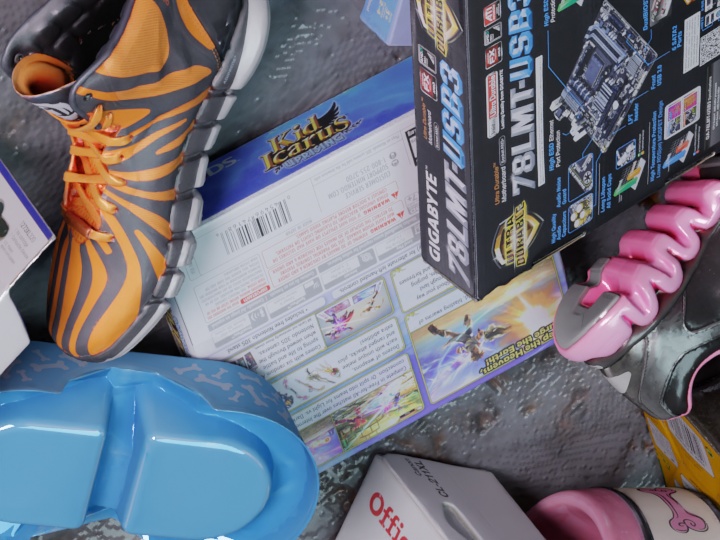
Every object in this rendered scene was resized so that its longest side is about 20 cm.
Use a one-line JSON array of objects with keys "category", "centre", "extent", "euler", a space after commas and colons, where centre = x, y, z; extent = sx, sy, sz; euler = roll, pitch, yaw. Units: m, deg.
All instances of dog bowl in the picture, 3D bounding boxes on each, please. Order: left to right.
[{"category": "dog bowl", "centre": [-0.120, 0.088, 1.389], "extent": [0.199, 0.050, 0.112], "euler": [6, 128, -15]}, {"category": "dog bowl", "centre": [0.125, 0.208, 1.561], "extent": [0.073, 0.200, 0.201], "euler": [17, 112, -23]}]

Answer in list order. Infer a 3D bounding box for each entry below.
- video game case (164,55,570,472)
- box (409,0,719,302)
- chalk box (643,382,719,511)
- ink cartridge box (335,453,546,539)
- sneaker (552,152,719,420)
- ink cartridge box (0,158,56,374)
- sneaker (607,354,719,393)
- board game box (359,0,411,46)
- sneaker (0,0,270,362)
[{"category": "video game case", "centre": [0.000, 0.000, 1.437], "extent": [0.199, 0.045, 0.182], "euler": [-28, 130, -12]}, {"category": "box", "centre": [0.112, -0.111, 1.362], "extent": [0.198, 0.050, 0.201], "euler": [-31, 138, -25]}, {"category": "chalk box", "centre": [0.268, 0.067, 1.588], "extent": [0.199, 0.125, 0.124], "euler": [-28, 131, -9]}, {"category": "ink cartridge box", "centre": [0.032, 0.221, 1.537], "extent": [0.082, 0.146, 0.201], "euler": [11, 114, -34]}, {"category": "sneaker", "centre": [0.192, -0.006, 1.473], "extent": [0.200, 0.079, 0.095], "euler": [-45, 104, -6]}, {"category": "ink cartridge box", "centre": [-0.212, 0.041, 1.306], "extent": [0.200, 0.095, 0.037], "euler": [-49, 131, 7]}, {"category": "sneaker", "centre": [0.203, -0.012, 1.536], "extent": [0.200, 0.074, 0.089], "euler": [-36, 131, -19]}, {"category": "board game box", "centre": [0.094, -0.201, 1.363], "extent": [0.150, 0.037, 0.201], "euler": [-2, 122, -31]}, {"category": "sneaker", "centre": [-0.122, -0.056, 1.295], "extent": [0.112, 0.077, 0.201], "euler": [5, 107, -52]}]
